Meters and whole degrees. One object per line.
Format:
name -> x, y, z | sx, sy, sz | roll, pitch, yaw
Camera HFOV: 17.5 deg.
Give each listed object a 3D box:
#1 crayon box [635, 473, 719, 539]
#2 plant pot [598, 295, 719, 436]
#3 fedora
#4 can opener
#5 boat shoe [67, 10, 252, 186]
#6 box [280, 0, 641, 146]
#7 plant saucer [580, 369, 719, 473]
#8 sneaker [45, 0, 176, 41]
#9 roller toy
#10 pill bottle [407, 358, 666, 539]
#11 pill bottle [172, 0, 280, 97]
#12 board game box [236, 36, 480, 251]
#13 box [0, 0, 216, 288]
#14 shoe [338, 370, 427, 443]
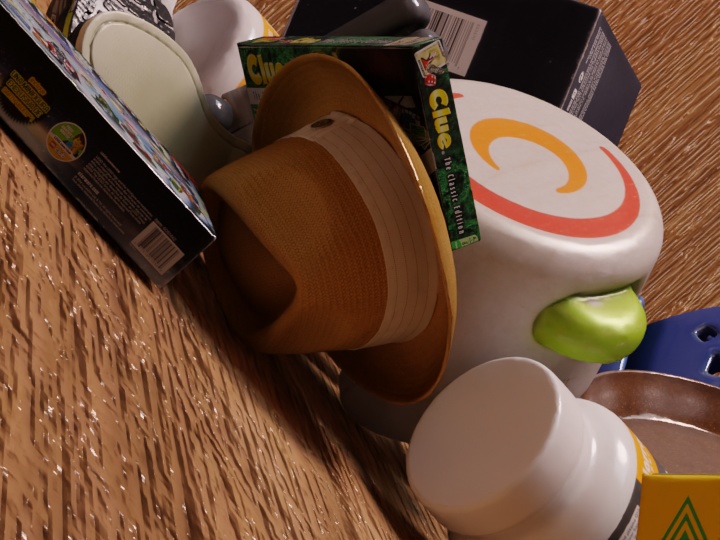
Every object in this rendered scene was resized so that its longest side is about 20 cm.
crayon box -> 0.189, 0.216, 1.156 | 0.200, 0.058, 0.174 | 45, 46, -51
plant pot -> 0.230, 0.143, 1.615 | 0.179, 0.201, 0.201 | 10, -38, 13
fedora -> -0.029, -0.012, 1.193 | 0.201, 0.081, 0.202 | 43, -37, 45
can opener -> -0.045, -0.097, 1.354 | 0.053, 0.199, 0.066 | 67, 12, 17
boat shoe -> -0.114, -0.074, 1.289 | 0.066, 0.075, 0.199 | 6, -21, 36
box -> 0.070, -0.135, 1.584 | 0.199, 0.105, 0.182 | 21, -6, 18
plant saucer -> 0.220, 0.122, 1.427 | 0.199, 0.035, 0.200 | 18, 20, -7
sneaker -> -0.162, -0.152, 1.468 | 0.074, 0.081, 0.200 | 46, 23, -15
roller toy -> 0.068, -0.009, 1.339 | 0.181, 0.140, 0.200 | 21, 32, -5
pill bottle -> 0.118, 0.142, 1.257 | 0.200, 0.116, 0.116 | 47, 4, -36
pill bottle -> -0.059, -0.073, 1.515 | 0.200, 0.116, 0.116 | 46, 4, -34
board game box -> -0.004, -0.071, 1.228 | 0.200, 0.023, 0.105 | 12, -61, 61
box -> -0.152, -0.090, 1.124 | 0.200, 0.040, 0.137 | 48, 2, -16
shoe -> 0.066, 0.059, 1.434 | 0.199, 0.071, 0.092 | 20, 59, -37
